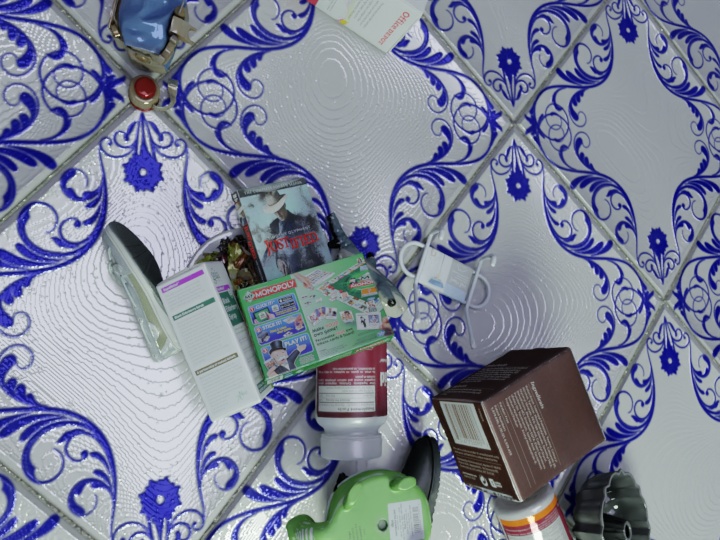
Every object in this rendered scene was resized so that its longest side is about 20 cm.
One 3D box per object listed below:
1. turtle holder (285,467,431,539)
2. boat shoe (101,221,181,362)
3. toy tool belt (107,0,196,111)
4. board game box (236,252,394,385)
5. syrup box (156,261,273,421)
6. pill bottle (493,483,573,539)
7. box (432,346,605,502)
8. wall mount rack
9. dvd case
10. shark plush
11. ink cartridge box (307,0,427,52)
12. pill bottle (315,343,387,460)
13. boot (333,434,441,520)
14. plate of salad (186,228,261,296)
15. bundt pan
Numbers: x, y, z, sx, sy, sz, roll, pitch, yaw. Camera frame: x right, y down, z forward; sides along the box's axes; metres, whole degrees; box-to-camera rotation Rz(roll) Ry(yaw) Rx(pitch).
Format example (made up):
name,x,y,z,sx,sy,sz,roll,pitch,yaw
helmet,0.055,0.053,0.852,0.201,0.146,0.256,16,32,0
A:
name,x,y,z,sx,sy,sz,roll,pitch,yaw
turtle holder,0.004,0.358,0.871,0.184,0.132,0.143,-34,88,-19
boat shoe,-0.309,0.030,0.882,0.064,0.075,0.205,-27,102,3
toy tool belt,-0.303,-0.349,0.911,0.122,0.122,0.206,9,79,-21
board game box,-0.064,0.065,0.901,0.195,0.029,0.137,-16,70,-17
syrup box,-0.200,0.094,0.877,0.080,0.079,0.205,-22,90,5
pill bottle,0.310,0.472,1.063,0.108,0.109,0.204,-24,92,-24
box,0.258,0.246,1.043,0.196,0.165,0.168,-23,91,-23
wall mount rack,0.153,0.031,1.079,0.196,0.074,0.178,24,74,-17
dvd case,-0.110,-0.037,0.978,0.144,0.022,0.205,-18,88,-46
shark plush,0.000,0.000,1.043,0.200,0.091,0.083,47,44,7
ink cartridge box,0.004,-0.478,1.050,0.196,0.147,0.088,26,74,-19
pill bottle,-0.013,0.179,0.964,0.111,0.114,0.206,4,81,-22
boot,0.037,0.351,0.988,0.158,0.073,0.204,14,75,-15
plate of salad,-0.171,0.035,0.953,0.195,0.048,0.206,3,81,-22
bundt pan,0.441,0.460,1.118,0.199,0.075,0.208,14,70,-42
